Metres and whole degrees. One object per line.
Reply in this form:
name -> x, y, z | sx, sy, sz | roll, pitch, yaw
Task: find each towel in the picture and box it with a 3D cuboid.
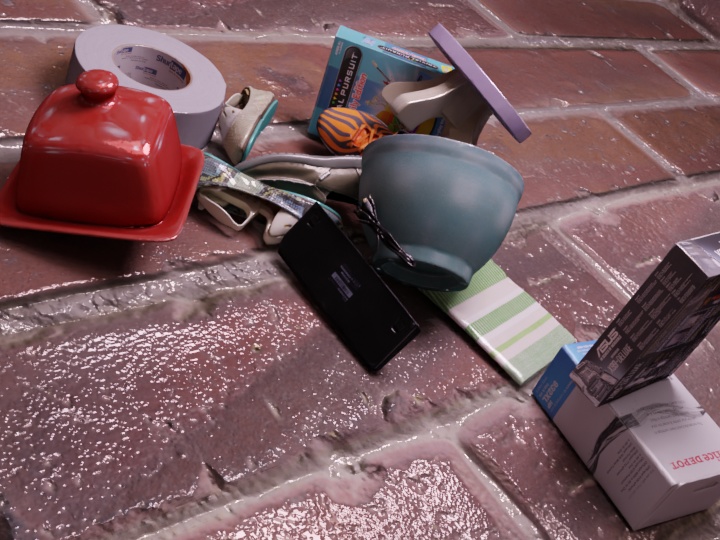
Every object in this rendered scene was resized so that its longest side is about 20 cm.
towel -> 0.166, 0.049, 1.198 | 0.200, 0.024, 0.152 | 44, 38, 20

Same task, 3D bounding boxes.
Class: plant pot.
plant pot -> 0.083, -0.055, 1.121 | 0.198, 0.200, 0.136 | 18, 74, -14

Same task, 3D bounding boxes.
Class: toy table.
toy table -> 0.116, -0.207, 1.215 | 0.184, 0.117, 0.201 | 38, 15, -48

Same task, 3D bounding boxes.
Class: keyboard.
keyboard -> 0.000, 0.000, 1.059 | 0.201, 0.127, 0.021 | 51, 13, 23

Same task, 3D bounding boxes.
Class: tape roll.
tape roll -> -0.275, -0.235, 1.223 | 0.198, 0.067, 0.201 | 18, 35, -13

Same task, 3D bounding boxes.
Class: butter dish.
butter dish -> -0.272, -0.138, 0.999 | 0.197, 0.149, 0.201 | 6, 36, -2

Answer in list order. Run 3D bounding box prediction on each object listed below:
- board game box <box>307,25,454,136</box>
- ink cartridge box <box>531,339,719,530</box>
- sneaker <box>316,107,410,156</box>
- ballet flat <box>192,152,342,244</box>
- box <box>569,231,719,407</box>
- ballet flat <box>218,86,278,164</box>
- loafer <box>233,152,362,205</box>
board game box -> 0.040, -0.235, 1.340 | 0.197, 0.152, 0.047 | 19, 33, -2
ink cartridge box -> 0.314, 0.177, 1.076 | 0.144, 0.084, 0.201 | -2, 43, -36
sneaker -> 0.027, -0.170, 1.267 | 0.198, 0.078, 0.112 | 29, -4, 7
ballet flat -> -0.119, -0.068, 1.127 | 0.198, 0.075, 0.075 | 22, 34, -5
box -> 0.329, 0.048, 1.001 | 0.156, 0.201, 0.050 | -12, 53, -41
ballet flat -> -0.158, -0.194, 1.255 | 0.062, 0.068, 0.201 | 25, 24, -6
loafer -> -0.068, -0.107, 1.188 | 0.197, 0.071, 0.075 | -2, -2, -14
